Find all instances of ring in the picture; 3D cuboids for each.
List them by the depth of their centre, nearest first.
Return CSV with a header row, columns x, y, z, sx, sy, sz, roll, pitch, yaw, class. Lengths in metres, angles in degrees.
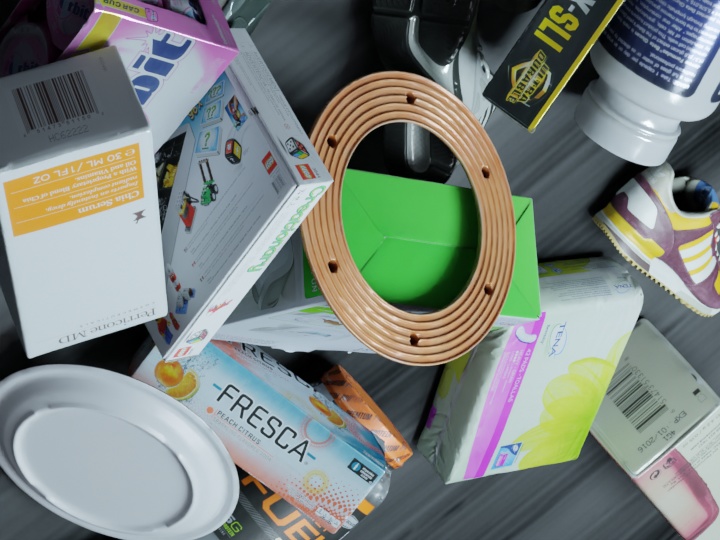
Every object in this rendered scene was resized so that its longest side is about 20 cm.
x,y,z,sx,sy,sz,roll,pitch,yaw,class
0.031,-0.035,1.355,0.199,0.019,0.202,9,77,-40,ring

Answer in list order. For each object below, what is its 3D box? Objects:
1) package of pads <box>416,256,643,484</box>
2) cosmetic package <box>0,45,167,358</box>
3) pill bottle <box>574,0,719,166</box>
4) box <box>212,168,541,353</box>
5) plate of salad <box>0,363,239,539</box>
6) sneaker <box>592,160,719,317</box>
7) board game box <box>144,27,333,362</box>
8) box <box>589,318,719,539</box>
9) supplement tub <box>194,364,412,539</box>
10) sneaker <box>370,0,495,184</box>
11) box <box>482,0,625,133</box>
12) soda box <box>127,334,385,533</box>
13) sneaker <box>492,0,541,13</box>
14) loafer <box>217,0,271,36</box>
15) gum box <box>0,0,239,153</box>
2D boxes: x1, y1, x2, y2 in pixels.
x,y,z,sx,sy,sz,roll,pitch,yaw,class
0.149,0.086,1.736,0.153,0.068,0.201,-7,130,-33,package of pads
-0.181,-0.038,1.244,0.101,0.072,0.201,-18,149,-13,cosmetic package
0.243,-0.185,1.529,0.110,0.111,0.201,4,123,-40,pill bottle
0.000,0.000,1.453,0.199,0.098,0.176,6,167,-40,box
-0.182,0.131,1.476,0.198,0.048,0.201,11,138,10,plate of salad
0.288,-0.028,1.736,0.090,0.075,0.199,-46,141,15,sneaker
-0.104,-0.047,1.328,0.034,0.127,0.200,-10,152,-41,board game box
0.292,0.158,1.867,0.109,0.128,0.200,-41,140,2,box
-0.062,0.176,1.614,0.200,0.123,0.123,-42,140,2,supplement tub
0.058,-0.167,1.451,0.115,0.075,0.202,-40,137,-66,sneaker
0.164,-0.199,1.399,0.201,0.049,0.160,-55,178,14,box
-0.077,0.107,1.504,0.199,0.064,0.069,37,104,-11,soda box
0.155,-0.273,1.386,0.115,0.075,0.202,0,108,-47,sneaker
-0.091,-0.193,1.314,0.200,0.063,0.072,-51,168,31,loafer
-0.177,-0.114,1.269,0.113,0.066,0.200,11,133,-43,gum box
